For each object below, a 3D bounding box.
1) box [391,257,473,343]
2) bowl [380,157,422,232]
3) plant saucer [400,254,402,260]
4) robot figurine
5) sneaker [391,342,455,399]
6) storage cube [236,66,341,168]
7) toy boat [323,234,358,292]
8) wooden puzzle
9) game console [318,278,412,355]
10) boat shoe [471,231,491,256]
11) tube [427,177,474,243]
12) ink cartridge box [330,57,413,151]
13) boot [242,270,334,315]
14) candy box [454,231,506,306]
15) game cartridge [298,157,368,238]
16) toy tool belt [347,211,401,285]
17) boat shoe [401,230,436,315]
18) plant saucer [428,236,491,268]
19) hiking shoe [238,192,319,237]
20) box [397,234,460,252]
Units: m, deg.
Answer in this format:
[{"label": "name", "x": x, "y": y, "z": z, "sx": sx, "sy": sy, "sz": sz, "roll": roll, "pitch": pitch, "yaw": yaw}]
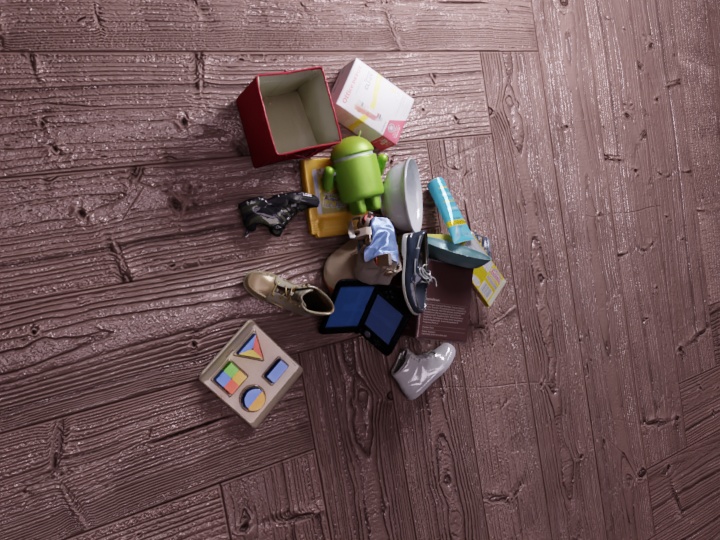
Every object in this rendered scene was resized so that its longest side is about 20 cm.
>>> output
[{"label": "box", "x": 0.178, "y": 0.081, "z": 1.446, "sx": 0.163, "sy": 0.166, "sz": 0.202, "roll": 9, "pitch": 85, "yaw": -26}, {"label": "bowl", "x": 0.103, "y": -0.195, "z": 1.469, "sx": 0.201, "sy": 0.089, "sz": 0.203, "roll": -2, "pitch": 90, "yaw": -72}, {"label": "plant saucer", "x": 0.123, "y": 0.057, "z": 1.529, "sx": 0.199, "sy": 0.032, "sz": 0.203, "roll": 0, "pitch": 89, "yaw": -28}, {"label": "robot figurine", "x": -0.008, "y": -0.244, "z": 1.386, "sx": 0.174, "sy": 0.116, "sz": 0.202, "roll": -18, "pitch": 98, "yaw": -18}, {"label": "sneaker", "x": 0.173, "y": 0.248, "z": 1.528, "sx": 0.200, "sy": 0.073, "sz": 0.116, "roll": -43, "pitch": 111, "yaw": -20}, {"label": "storage cube", "x": -0.173, "y": -0.354, "z": 1.301, "sx": 0.170, "sy": 0.179, "sz": 0.202, "roll": -18, "pitch": 98, "yaw": -26}, {"label": "toy boat", "x": 0.000, "y": 0.000, "z": 1.432, "sx": 0.199, "sy": 0.130, "sz": 0.131, "roll": -37, "pitch": 134, "yaw": -23}, {"label": "wooden puzzle", "x": -0.255, "y": 0.250, "z": 1.321, "sx": 0.200, "sy": 0.046, "sz": 0.186, "roll": 47, "pitch": 69, "yaw": -19}, {"label": "game console", "x": 0.013, "y": 0.122, "z": 1.368, "sx": 0.172, "sy": 0.201, "sz": 0.118, "roll": 39, "pitch": 43, "yaw": 19}, {"label": "boat shoe", "x": 0.333, "y": -0.012, "z": 1.616, "sx": 0.090, "sy": 0.071, "sz": 0.202, "roll": 13, "pitch": 82, "yaw": -25}, {"label": "tube", "x": 0.249, "y": -0.165, "z": 1.541, "sx": 0.077, "sy": 0.050, "sz": 0.201, "roll": -13, "pitch": 68, "yaw": -26}, {"label": "ink cartridge box", "x": 0.023, "y": -0.436, "z": 1.457, "sx": 0.199, "sy": 0.083, "sz": 0.146, "roll": 28, "pitch": 77, "yaw": -24}, {"label": "boot", "x": -0.170, "y": 0.055, "z": 1.307, "sx": 0.199, "sy": 0.154, "sz": 0.073, "roll": 28, "pitch": 77, "yaw": -24}, {"label": "candy box", "x": 0.336, "y": -0.001, "z": 1.566, "sx": 0.200, "sy": 0.026, "sz": 0.102, "roll": 51, "pitch": 61, "yaw": -22}, {"label": "game cartridge", "x": -0.064, "y": -0.193, "z": 1.437, "sx": 0.175, "sy": 0.032, "sz": 0.202, "roll": -10, "pitch": 92, "yaw": -27}, {"label": "toy tool belt", "x": 0.040, "y": -0.073, "z": 1.312, "sx": 0.124, "sy": 0.123, "sz": 0.202, "roll": 1, "pitch": 59, "yaw": -17}, {"label": "boat shoe", "x": 0.141, "y": 0.004, "z": 1.313, "sx": 0.075, "sy": 0.061, "sz": 0.202, "roll": 24, "pitch": 61, "yaw": -53}, {"label": "plant saucer", "x": 0.239, "y": -0.044, "z": 1.426, "sx": 0.198, "sy": 0.200, "sz": 0.036, "roll": 10, "pitch": 102, "yaw": -27}, {"label": "hiking shoe", "x": -0.195, "y": -0.136, "z": 1.349, "sx": 0.198, "sy": 0.076, "sz": 0.102, "roll": -10, "pitch": 102, "yaw": -14}, {"label": "box", "x": 0.206, "y": -0.076, "z": 1.551, "sx": 0.198, "sy": 0.075, "sz": 0.051, "roll": -1, "pitch": 89, "yaw": -28}]
